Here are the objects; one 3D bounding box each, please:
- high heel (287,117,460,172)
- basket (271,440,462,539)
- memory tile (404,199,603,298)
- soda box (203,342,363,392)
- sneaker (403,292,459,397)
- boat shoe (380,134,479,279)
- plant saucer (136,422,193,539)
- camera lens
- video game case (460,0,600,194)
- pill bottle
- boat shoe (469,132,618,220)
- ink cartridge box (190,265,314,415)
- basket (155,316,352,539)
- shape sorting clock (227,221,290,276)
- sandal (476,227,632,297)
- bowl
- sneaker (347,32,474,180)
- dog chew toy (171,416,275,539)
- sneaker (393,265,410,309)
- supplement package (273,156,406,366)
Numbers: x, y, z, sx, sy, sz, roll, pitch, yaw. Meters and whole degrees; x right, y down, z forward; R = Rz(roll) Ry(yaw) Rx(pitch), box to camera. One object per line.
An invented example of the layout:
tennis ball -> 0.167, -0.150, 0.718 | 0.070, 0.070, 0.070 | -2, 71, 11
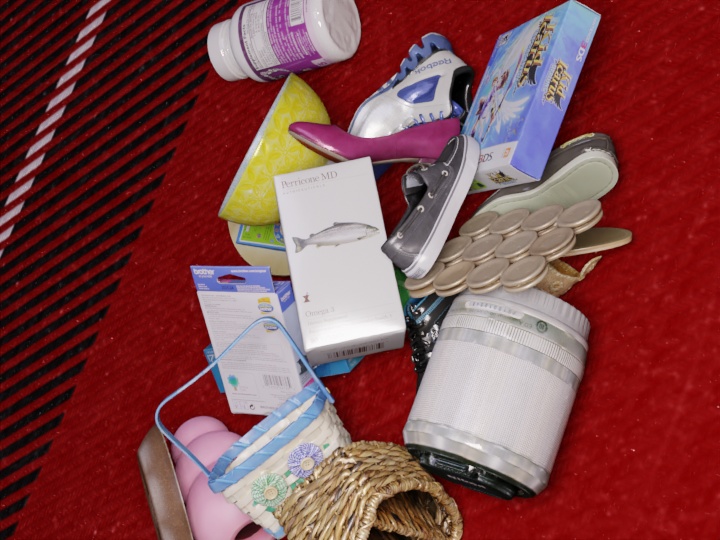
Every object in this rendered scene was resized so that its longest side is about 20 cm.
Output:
high heel -> 0.018, -0.162, 1.362 | 0.067, 0.198, 0.097 | -164, 93, -75
basket -> 0.034, 0.282, 1.226 | 0.143, 0.200, 0.149 | -44, 53, 10
memory tile -> 0.148, -0.021, 1.224 | 0.153, 0.017, 0.199 | -42, 23, -31
soda box -> -0.092, 0.098, 1.443 | 0.198, 0.068, 0.065 | -13, 107, 30
sneaker -> 0.078, 0.077, 1.334 | 0.073, 0.081, 0.202 | -21, 57, 51
boat shoe -> 0.073, -0.083, 1.284 | 0.070, 0.066, 0.201 | -36, 25, 58
plant saucer -> -0.237, 0.288, 1.416 | 0.036, 0.201, 0.202 | -15, 57, -15
camera lens -> 0.144, 0.128, 1.225 | 0.159, 0.160, 0.202 | 11, 73, 36
video game case -> 0.180, -0.193, 1.330 | 0.202, 0.045, 0.181 | -68, 18, -9
pill bottle -> -0.108, -0.321, 1.591 | 0.198, 0.112, 0.114 | -9, 68, 31
boat shoe -> 0.206, -0.088, 1.329 | 0.200, 0.072, 0.061 | -29, 32, 32
ink cartridge box -> -0.123, 0.079, 1.378 | 0.118, 0.042, 0.202 | 1, 118, 31
basket -> -0.103, 0.175, 1.286 | 0.176, 0.139, 0.200 | -41, 92, 4
shape sorting clock -> -0.088, -0.090, 1.538 | 0.198, 0.039, 0.202 | -10, 69, 27
sandal -> 0.202, 0.003, 1.304 | 0.209, 0.078, 0.070 | -8, 106, 13
bowl -> -0.086, -0.133, 1.451 | 0.201, 0.107, 0.200 | -60, 10, 17
sneaker -> 0.074, -0.191, 1.443 | 0.200, 0.080, 0.115 | -53, 51, 4
dog chew toy -> -0.172, 0.256, 1.426 | 0.125, 0.124, 0.200 | -50, 46, 8
sneaker -> 0.000, 0.000, 1.413 | 0.200, 0.083, 0.074 | 43, 96, 25
supplement package -> -0.023, -0.008, 1.316 | 0.116, 0.117, 0.202 | -12, 77, -1
